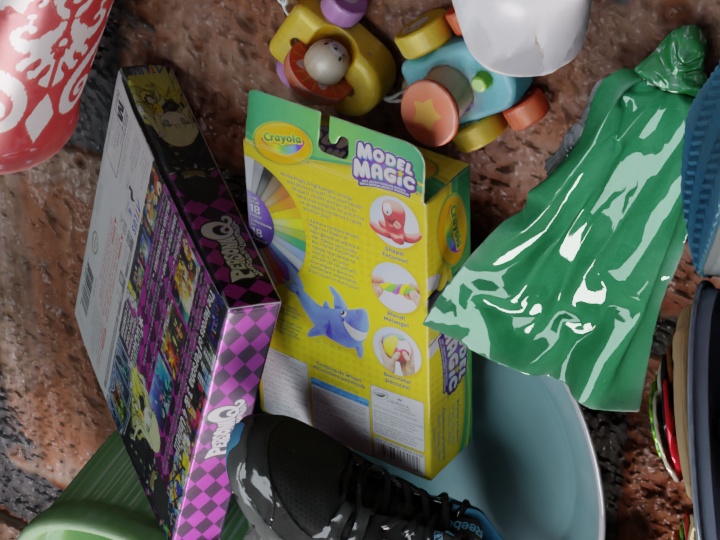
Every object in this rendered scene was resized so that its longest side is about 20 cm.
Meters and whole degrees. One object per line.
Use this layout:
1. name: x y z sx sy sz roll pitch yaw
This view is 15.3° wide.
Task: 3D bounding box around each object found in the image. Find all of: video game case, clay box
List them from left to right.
1. video game case: -0.104 0.021 1.464 0.201 0.036 0.182 106 148 -44
2. clay box: 0.000 0.000 1.379 0.114 0.048 0.201 21 129 29

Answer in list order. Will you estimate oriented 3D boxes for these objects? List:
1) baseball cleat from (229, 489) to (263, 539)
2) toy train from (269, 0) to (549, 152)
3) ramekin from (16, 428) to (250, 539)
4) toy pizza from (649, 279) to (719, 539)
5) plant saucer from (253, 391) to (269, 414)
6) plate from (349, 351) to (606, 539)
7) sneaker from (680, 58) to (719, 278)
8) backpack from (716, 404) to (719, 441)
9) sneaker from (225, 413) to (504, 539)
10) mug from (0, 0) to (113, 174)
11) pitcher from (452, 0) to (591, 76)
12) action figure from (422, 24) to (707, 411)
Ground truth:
1. baseball cleat: -0.011 0.175 1.474 0.070 0.106 0.202 -163 68 -67
2. toy train: 0.002 -0.130 1.320 0.199 0.056 0.151 23 134 21
3. ramekin: -0.096 0.178 1.586 0.199 0.098 0.201 23 147 16
4. toy pizza: 0.163 0.105 1.251 0.031 0.201 0.201 -5 122 15
5. plant saucer: -0.039 0.053 1.509 0.070 0.019 0.200 57 142 3
6. plate: 0.065 0.095 1.445 0.200 0.025 0.201 24 124 42
7. sneaker: 0.197 -0.070 1.194 0.080 0.077 0.201 6 135 -13
8. backpack: 0.282 0.064 1.206 0.199 0.164 0.154 0 132 29
9. sneaker: 0.020 0.129 1.394 0.200 0.074 0.082 35 139 -21
10. mug: -0.198 -0.176 1.382 0.177 0.134 0.200 36 134 5
11. pitcher: 0.097 -0.194 1.165 0.172 0.121 0.200 62 148 1
12. action figure: 0.122 -0.033 1.295 0.117 0.055 0.201 20 123 -9
